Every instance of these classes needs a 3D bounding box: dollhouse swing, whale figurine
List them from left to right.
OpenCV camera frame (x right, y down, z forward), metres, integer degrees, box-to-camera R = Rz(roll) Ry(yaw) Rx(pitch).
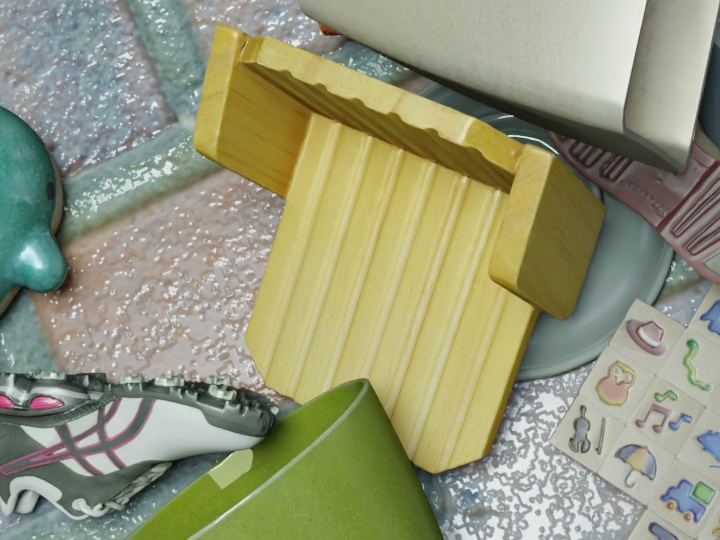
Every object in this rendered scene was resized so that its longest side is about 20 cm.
[{"bbox_3d":[-0.259,-0.011,0.875,0.157,0.104,0.202,9,79,10],"label":"whale figurine"},{"bbox_3d":[0.000,0.000,0.773,0.199,0.182,0.177,25,91,23],"label":"dollhouse swing"}]

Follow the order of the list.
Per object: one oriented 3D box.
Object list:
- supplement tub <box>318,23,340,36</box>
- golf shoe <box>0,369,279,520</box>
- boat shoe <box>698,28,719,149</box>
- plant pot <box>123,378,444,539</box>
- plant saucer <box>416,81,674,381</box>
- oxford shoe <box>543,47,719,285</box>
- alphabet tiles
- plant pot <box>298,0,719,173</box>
[{"bbox_3d":[0.069,-0.200,0.858,0.197,0.123,0.124,-5,77,7],"label":"supplement tub"},{"bbox_3d":[-0.134,0.102,0.840,0.198,0.077,0.089,-2,84,30],"label":"golf shoe"},{"bbox_3d":[0.267,-0.071,0.814,0.085,0.075,0.203,-17,50,-13],"label":"boat shoe"},{"bbox_3d":[-0.015,0.194,0.769,0.186,0.187,0.201,-35,94,0],"label":"plant pot"},{"bbox_3d":[0.090,-0.037,0.856,0.198,0.050,0.203,-2,77,8],"label":"plant saucer"},{"bbox_3d":[0.161,-0.070,0.819,0.070,0.075,0.201,-40,82,13],"label":"oxford shoe"},{"bbox_3d":[0.216,0.111,0.817,0.199,0.008,0.168,32,84,9],"label":"alphabet tiles"},{"bbox_3d":[0.082,-0.171,0.709,0.175,0.200,0.202,12,93,21],"label":"plant pot"}]
